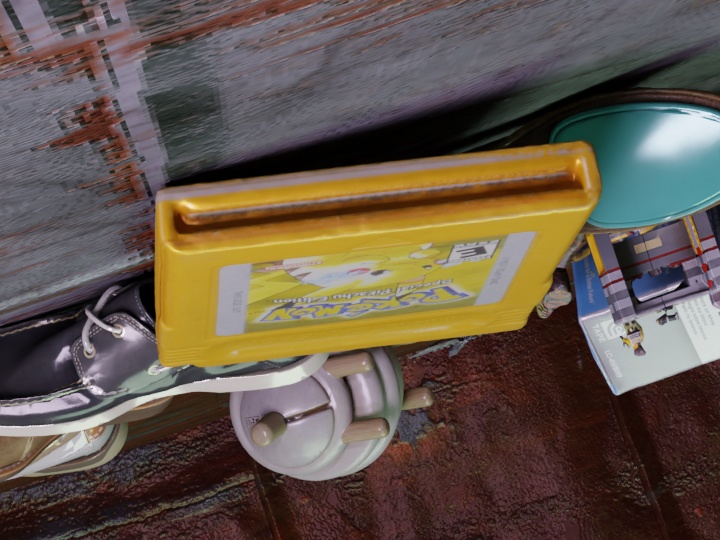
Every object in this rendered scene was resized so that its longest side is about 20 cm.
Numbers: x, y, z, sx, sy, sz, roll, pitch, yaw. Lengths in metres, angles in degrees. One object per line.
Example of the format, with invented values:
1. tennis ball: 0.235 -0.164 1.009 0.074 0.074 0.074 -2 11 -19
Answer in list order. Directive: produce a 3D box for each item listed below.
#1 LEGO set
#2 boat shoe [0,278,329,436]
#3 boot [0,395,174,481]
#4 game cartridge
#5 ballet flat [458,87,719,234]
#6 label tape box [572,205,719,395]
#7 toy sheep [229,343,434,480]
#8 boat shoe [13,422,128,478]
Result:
1. LEGO set: 0.101 -0.002 1.170 0.199 0.117 0.154 -18 175 -12
2. boat shoe: -0.116 0.030 1.128 0.199 0.072 0.068 -12 139 -1
3. boot: -0.168 0.055 1.189 0.199 0.074 0.076 -20 159 -40
4. game cartridge: 0.000 0.000 0.964 0.175 0.033 0.200 -7 163 -7
5. ballet flat: 0.094 -0.045 1.053 0.199 0.068 0.072 -21 -165 21
6. label tape box: 0.217 -0.026 1.255 0.199 0.066 0.144 -19 -146 14
7. toy sheep: -0.029 0.092 1.665 0.137 0.139 0.200 -21 178 25
8. boat shoe: -0.239 0.097 1.320 0.199 0.075 0.068 -18 156 8
